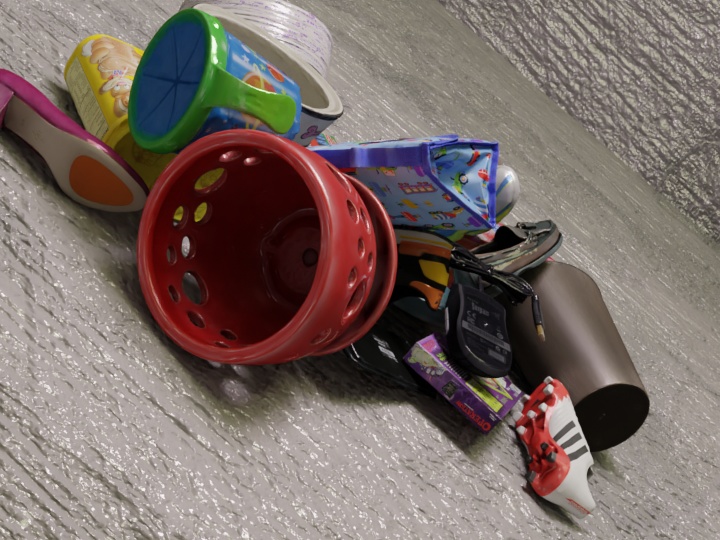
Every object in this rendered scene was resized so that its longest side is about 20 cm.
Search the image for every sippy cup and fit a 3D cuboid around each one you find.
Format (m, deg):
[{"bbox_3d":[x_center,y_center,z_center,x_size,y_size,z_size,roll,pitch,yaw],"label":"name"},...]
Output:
[{"bbox_3d":[-0.130,-0.158,1.297,0.129,0.140,0.179,21,33,-39],"label":"sippy cup"}]

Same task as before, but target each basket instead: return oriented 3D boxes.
[{"bbox_3d":[0.260,0.109,1.677,0.179,0.136,0.201,30,24,-35],"label":"basket"}]

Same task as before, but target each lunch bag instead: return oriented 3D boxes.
[{"bbox_3d":[0.034,-0.096,1.384,0.149,0.096,0.199,2,-3,27],"label":"lunch bag"}]

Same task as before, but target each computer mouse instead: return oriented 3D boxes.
[{"bbox_3d":[0.146,0.065,1.523,0.139,0.046,0.201,25,35,-23],"label":"computer mouse"}]

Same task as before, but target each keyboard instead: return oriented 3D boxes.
[{"bbox_3d":[0.008,0.082,1.412,0.105,0.039,0.200,61,14,27],"label":"keyboard"}]

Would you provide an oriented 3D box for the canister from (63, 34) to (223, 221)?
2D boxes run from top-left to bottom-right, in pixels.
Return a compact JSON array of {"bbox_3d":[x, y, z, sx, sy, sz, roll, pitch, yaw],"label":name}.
[{"bbox_3d":[-0.224,-0.152,1.445,0.147,0.087,0.201,22,24,-38],"label":"canister"}]

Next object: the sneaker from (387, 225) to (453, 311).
[{"bbox_3d":[0.000,0.000,1.476,0.197,0.091,0.070,3,-11,22],"label":"sneaker"}]

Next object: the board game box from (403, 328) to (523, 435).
[{"bbox_3d":[0.116,0.117,1.510,0.120,0.032,0.200,46,12,8],"label":"board game box"}]

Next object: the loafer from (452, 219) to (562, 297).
[{"bbox_3d":[0.178,-0.026,1.660,0.199,0.071,0.064,-35,109,-44],"label":"loafer"}]

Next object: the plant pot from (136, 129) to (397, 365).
[{"bbox_3d":[-0.077,-0.014,1.250,0.200,0.201,0.182,45,13,19],"label":"plant pot"}]

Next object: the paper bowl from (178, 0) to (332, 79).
[{"bbox_3d":[-0.138,-0.259,1.719,0.198,0.106,0.201,9,-14,2],"label":"paper bowl"}]

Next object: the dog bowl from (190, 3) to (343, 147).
[{"bbox_3d":[-0.119,-0.202,1.508,0.199,0.074,0.201,33,19,-12],"label":"dog bowl"}]

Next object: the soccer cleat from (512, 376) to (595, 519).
[{"bbox_3d":[0.218,0.193,1.517,0.085,0.069,0.201,42,21,-17],"label":"soccer cleat"}]

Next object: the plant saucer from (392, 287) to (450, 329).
[{"bbox_3d":[0.047,0.014,1.604,0.199,0.028,0.200,31,10,-6],"label":"plant saucer"}]

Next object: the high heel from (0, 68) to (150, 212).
[{"bbox_3d":[-0.280,-0.127,1.317,0.198,0.068,0.096,25,31,-2],"label":"high heel"}]

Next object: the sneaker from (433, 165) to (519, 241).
[{"bbox_3d":[0.092,-0.069,1.653,0.104,0.199,0.077,-2,69,-54],"label":"sneaker"}]

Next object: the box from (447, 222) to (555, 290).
[{"bbox_3d":[0.160,-0.008,1.787,0.199,0.096,0.100,17,21,-47],"label":"box"}]

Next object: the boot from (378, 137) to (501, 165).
[{"bbox_3d":[0.079,-0.130,1.688,0.146,0.197,0.071,76,3,-81],"label":"boot"}]

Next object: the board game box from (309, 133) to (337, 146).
[{"bbox_3d":[-0.086,-0.110,1.546,0.198,0.037,0.152,10,40,-40],"label":"board game box"}]
